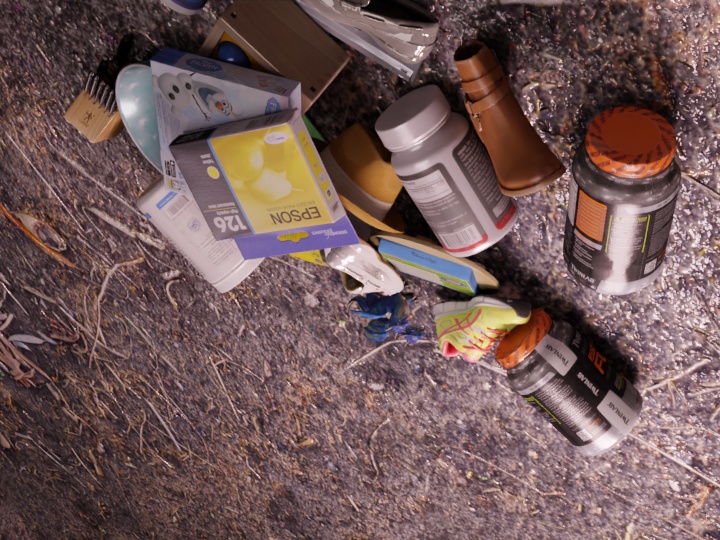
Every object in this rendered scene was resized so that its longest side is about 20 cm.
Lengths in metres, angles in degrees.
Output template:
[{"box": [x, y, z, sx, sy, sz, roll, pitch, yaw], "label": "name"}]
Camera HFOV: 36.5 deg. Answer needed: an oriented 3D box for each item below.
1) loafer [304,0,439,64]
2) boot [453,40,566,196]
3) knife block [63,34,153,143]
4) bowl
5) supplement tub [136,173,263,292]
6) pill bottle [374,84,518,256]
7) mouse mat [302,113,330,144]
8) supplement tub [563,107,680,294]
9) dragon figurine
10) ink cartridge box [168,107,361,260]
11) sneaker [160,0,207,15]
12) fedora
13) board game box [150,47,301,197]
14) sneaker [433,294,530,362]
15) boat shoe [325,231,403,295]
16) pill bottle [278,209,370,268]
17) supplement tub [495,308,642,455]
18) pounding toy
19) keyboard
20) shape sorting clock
[{"box": [0.006, -0.325, 1.305, 0.198, 0.070, 0.070, 29, 140, -2], "label": "loafer"}, {"box": [0.161, -0.178, 1.255, 0.156, 0.073, 0.200, 65, 177, -23], "label": "boot"}, {"box": [-0.373, -0.286, 1.689, 0.064, 0.176, 0.200, 40, -170, -5], "label": "knife block"}, {"box": [-0.248, -0.232, 1.578, 0.199, 0.105, 0.203, 30, 143, 26], "label": "bowl"}, {"box": [-0.246, -0.079, 1.740, 0.200, 0.132, 0.131, 48, 143, -16], "label": "supplement tub"}, {"box": [0.109, -0.128, 1.393, 0.113, 0.114, 0.201, -9, 124, 45], "label": "pill bottle"}, {"box": [-0.140, -0.205, 1.613, 0.199, 0.008, 0.161, -16, 119, 48], "label": "mouse mat"}, {"box": [0.301, -0.080, 1.262, 0.121, 0.123, 0.202, 21, 142, 21], "label": "supplement tub"}, {"box": [0.026, 0.069, 1.698, 0.198, 0.100, 0.059, 0, 131, 41], "label": "dragon figurine"}, {"box": [-0.123, -0.095, 1.387, 0.195, 0.047, 0.202, -7, 120, 32], "label": "ink cartridge box"}, {"box": [-0.230, -0.429, 1.373, 0.145, 0.081, 0.201, -8, 120, 50], "label": "sneaker"}, {"box": [0.007, -0.137, 1.455, 0.200, 0.201, 0.082, 40, 107, -4], "label": "fedora"}, {"box": [-0.169, -0.171, 1.412, 0.197, 0.043, 0.202, 18, 133, 18], "label": "board game box"}, {"box": [0.177, 0.086, 1.573, 0.077, 0.092, 0.199, 10, 167, -27], "label": "sneaker"}, {"box": [0.000, 0.000, 1.558, 0.071, 0.070, 0.200, 39, 178, 31], "label": "boat shoe"}, {"box": [-0.092, -0.076, 1.626, 0.198, 0.113, 0.113, 15, 140, 28], "label": "pill bottle"}, {"box": [0.293, 0.156, 1.548, 0.200, 0.123, 0.122, 43, 144, -9], "label": "supplement tub"}, {"box": [-0.135, -0.235, 1.444, 0.184, 0.143, 0.200, 41, 146, -7], "label": "pounding toy"}, {"box": [-0.008, -0.309, 1.383, 0.199, 0.011, 0.057, 33, 140, 6], "label": "keyboard"}, {"box": [0.104, -0.012, 1.543, 0.197, 0.040, 0.200, 21, 173, 3], "label": "shape sorting clock"}]
